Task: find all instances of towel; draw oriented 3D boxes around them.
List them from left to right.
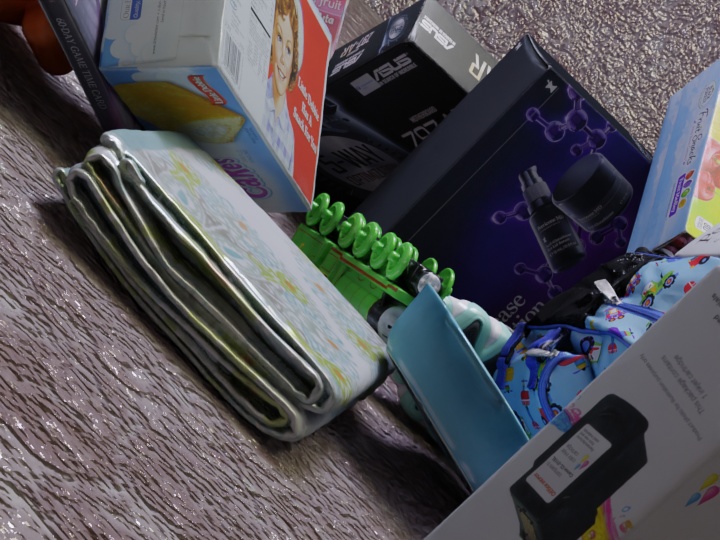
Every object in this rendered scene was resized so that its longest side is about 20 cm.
[{"bbox_3d":[-0.064,0.005,1.026,0.171,0.048,0.200,48,10,4],"label":"towel"}]

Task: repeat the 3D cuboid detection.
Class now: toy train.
[{"bbox_3d":[0.000,0.000,1.189,0.042,0.057,0.200,31,1,-21],"label":"toy train"}]

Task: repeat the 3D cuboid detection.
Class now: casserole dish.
[{"bbox_3d":[0.060,0.085,1.088,0.122,0.039,0.200,58,-3,26],"label":"casserole dish"}]

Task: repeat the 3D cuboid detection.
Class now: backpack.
[{"bbox_3d":[0.175,0.084,1.106,0.184,0.134,0.200,62,-13,-7],"label":"backpack"}]

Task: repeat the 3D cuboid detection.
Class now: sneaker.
[{"bbox_3d":[0.061,0.058,1.265,0.200,0.078,0.140,50,3,-35],"label":"sneaker"}]

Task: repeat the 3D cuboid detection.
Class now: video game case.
[{"bbox_3d":[-0.132,-0.165,1.086,0.201,0.019,0.144,71,24,-54],"label":"video game case"}]

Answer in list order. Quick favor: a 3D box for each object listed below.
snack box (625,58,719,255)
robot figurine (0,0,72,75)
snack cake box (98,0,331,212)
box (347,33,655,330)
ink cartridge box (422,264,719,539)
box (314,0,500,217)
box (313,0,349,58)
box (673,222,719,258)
[{"bbox_3d":[0.271,-0.012,1.303,0.199,0.068,0.169,36,47,-17],"label":"snack box"},{"bbox_3d":[-0.188,-0.191,1.130,0.144,0.117,0.200,38,9,11],"label":"robot figurine"},{"bbox_3d":[-0.074,-0.120,1.141,0.200,0.067,0.116,57,35,-66],"label":"snack cake box"},{"bbox_3d":[0.092,-0.029,1.354,0.141,0.200,0.079,41,12,-18],"label":"box"},{"bbox_3d":[0.147,0.119,0.958,0.145,0.200,0.083,36,15,-40],"label":"ink cartridge box"},{"bbox_3d":[0.033,-0.090,1.448,0.160,0.199,0.044,41,52,-22],"label":"box"},{"bbox_3d":[-0.102,-0.209,1.368,0.198,0.095,0.103,16,5,-3],"label":"box"},{"bbox_3d":[0.321,0.028,1.178,0.201,0.198,0.131,61,-17,-8],"label":"box"}]
